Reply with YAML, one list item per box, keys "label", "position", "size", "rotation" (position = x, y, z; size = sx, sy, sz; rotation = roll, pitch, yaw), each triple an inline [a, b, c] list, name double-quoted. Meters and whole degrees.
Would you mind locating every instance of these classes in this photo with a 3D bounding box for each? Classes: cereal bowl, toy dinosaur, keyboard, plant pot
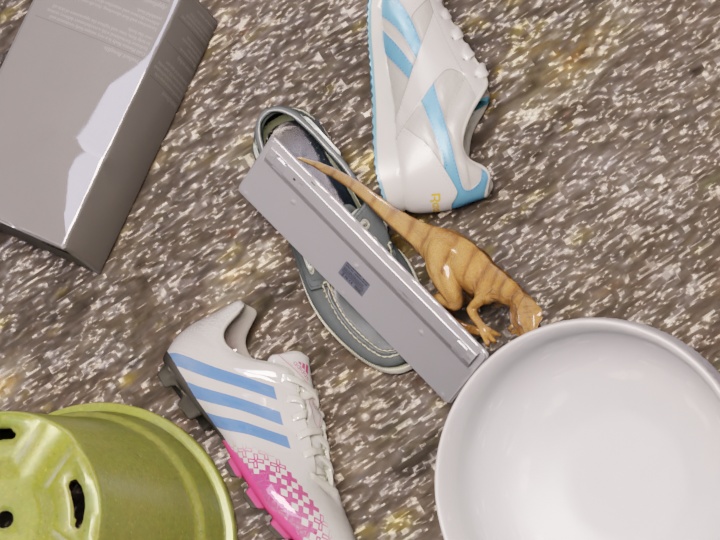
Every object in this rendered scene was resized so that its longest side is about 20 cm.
- label: "cereal bowl"
  position: [0.150, 0.127, 1.383]
  size: [0.198, 0.083, 0.202]
  rotation: [-1, 88, 26]
- label: "toy dinosaur"
  position: [0.055, -0.009, 1.479]
  size: [0.199, 0.107, 0.060]
  rotation: [34, 65, 31]
- label: "keyboard"
  position: [0.000, 0.000, 1.483]
  size: [0.200, 0.056, 0.011]
  rotation: [46, 50, 9]
- label: "plant pot"
  position: [-0.197, 0.168, 1.459]
  size: [0.198, 0.184, 0.202]
  rotation: [-3, 76, 13]

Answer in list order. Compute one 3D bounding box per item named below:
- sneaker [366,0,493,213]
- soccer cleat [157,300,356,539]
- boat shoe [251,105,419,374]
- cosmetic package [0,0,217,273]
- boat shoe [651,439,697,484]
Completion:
- label: "sneaker"
  position: [0.045, -0.137, 1.540]
  size: [0.080, 0.077, 0.202]
  rotation: [-5, 82, 3]
- label: "soccer cleat"
  position: [-0.051, 0.106, 1.499]
  size: [0.086, 0.070, 0.200]
  rotation: [-40, 71, 2]
- label: "boat shoe"
  position: [-0.018, -0.023, 1.527]
  size: [0.072, 0.062, 0.201]
  rotation: [-28, 73, 3]
- label: "cosmetic package"
  position: [-0.191, -0.112, 1.578]
  size: [0.106, 0.090, 0.201]
  rotation: [24, 86, 17]
- label: "boat shoe"
  position: [0.249, 0.158, 1.416]
  size: [0.199, 0.071, 0.070]
  rotation: [21, 80, 16]
